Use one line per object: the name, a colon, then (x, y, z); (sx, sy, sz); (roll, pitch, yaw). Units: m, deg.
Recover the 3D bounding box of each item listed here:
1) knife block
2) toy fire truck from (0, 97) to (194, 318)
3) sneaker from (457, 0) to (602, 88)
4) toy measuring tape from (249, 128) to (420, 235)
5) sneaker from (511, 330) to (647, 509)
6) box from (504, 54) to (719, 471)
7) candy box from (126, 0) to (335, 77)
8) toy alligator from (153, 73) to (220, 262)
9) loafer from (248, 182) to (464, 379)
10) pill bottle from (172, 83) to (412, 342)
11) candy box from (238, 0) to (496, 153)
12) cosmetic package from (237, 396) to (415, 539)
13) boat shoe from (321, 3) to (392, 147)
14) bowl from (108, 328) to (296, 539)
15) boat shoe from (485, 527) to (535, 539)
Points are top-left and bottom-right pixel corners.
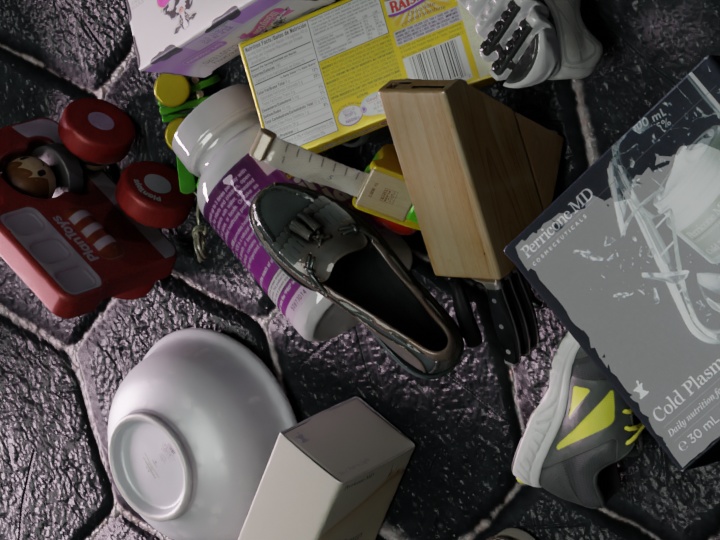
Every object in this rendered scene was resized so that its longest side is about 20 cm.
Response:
knife block: (0.082, -0.031, 1.680); (0.064, 0.200, 0.176); (3, 76, 40)
toy fire truck: (-0.252, -0.052, 1.961); (0.200, 0.168, 0.112); (46, 128, 20)
sneaker: (0.110, -0.212, 1.664); (0.075, 0.081, 0.200); (-51, 50, 43)
toy measuring tape: (0.004, -0.075, 1.743); (0.074, 0.200, 0.074); (-47, 33, 44)
sneaker: (0.183, 0.091, 1.706); (0.085, 0.074, 0.200); (29, 126, 15)
box: (0.243, -0.005, 1.543); (0.200, 0.124, 0.197); (-45, 71, 21)
candy box: (-0.115, -0.274, 1.803); (0.168, 0.072, 0.200); (-25, 71, 43)
toy alligator: (-0.132, -0.109, 1.920); (0.054, 0.059, 0.200); (-13, 96, 2)
loafer: (0.000, 0.000, 1.721); (0.200, 0.072, 0.063); (41, 172, 5)
pill bottle: (-0.059, -0.050, 1.832); (0.200, 0.112, 0.112); (50, 130, 16)
candy box: (0.008, -0.159, 1.739); (0.200, 0.026, 0.102); (-20, 75, 23)
cosmetic package: (-0.040, 0.213, 1.908); (0.073, 0.104, 0.200); (39, 127, 24)
boat shoe: (-0.043, -0.170, 1.816); (0.201, 0.063, 0.074); (42, 128, 25)
bowl: (-0.152, 0.157, 1.987); (0.201, 0.090, 0.201); (15, 115, 37)
boat shoe: (0.104, 0.305, 1.840); (0.072, 0.060, 0.200); (21, 117, 34)
